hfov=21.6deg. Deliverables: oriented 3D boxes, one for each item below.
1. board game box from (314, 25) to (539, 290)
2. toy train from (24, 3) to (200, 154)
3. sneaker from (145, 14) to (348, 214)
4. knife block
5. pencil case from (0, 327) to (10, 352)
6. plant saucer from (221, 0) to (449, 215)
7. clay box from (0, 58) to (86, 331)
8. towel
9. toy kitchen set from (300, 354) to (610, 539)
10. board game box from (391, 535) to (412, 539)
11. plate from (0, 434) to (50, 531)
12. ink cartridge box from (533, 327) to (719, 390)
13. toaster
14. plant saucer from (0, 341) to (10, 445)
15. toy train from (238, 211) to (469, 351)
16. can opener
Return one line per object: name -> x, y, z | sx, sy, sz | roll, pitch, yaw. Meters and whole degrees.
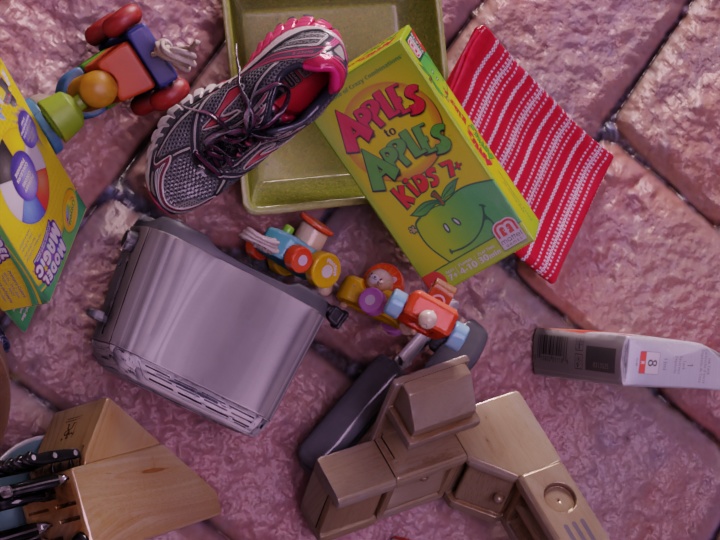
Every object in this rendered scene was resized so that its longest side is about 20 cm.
board game box -> 0.050, -0.088, 1.552 | 0.101, 0.048, 0.200 | -30, 104, 20
toy train -> -0.197, -0.142, 1.449 | 0.116, 0.200, 0.085 | -36, 103, -15
sneaker -> -0.093, -0.118, 1.486 | 0.200, 0.075, 0.081 | -44, 118, 14
knife block -> -0.210, 0.197, 1.445 | 0.200, 0.064, 0.176 | 46, 43, -32
pencil case -> -0.323, -0.027, 1.451 | 0.078, 0.089, 0.200 | -11, 93, -37
plant saucer -> -0.023, -0.153, 1.602 | 0.199, 0.048, 0.201 | -6, 91, -23
clay box -> -0.270, -0.061, 1.430 | 0.115, 0.047, 0.200 | -77, 150, -46
towel -> 0.136, -0.102, 1.649 | 0.200, 0.022, 0.145 | 41, 65, -30
toy kitchen set -> 0.088, 0.189, 1.538 | 0.200, 0.163, 0.181 | -16, 59, -25
board game box -> 0.061, 0.352, 1.628 | 0.200, 0.046, 0.152 | 43, 74, -16
plate -> -0.240, 0.229, 1.474 | 0.200, 0.026, 0.201 | 29, 55, -50
ink cartridge box -> 0.276, 0.078, 1.661 | 0.200, 0.162, 0.050 | 1, 91, -23
toaster -> -0.120, 0.049, 1.525 | 0.200, 0.114, 0.129 | 28, 83, -22
plant saucer -> -0.325, 0.118, 1.367 | 0.200, 0.029, 0.200 | -36, 138, -40
toy train -> 0.000, 0.000, 1.543 | 0.200, 0.150, 0.056 | 28, 81, 0
can opener -> 0.027, 0.102, 1.608 | 0.066, 0.053, 0.200 | 42, 74, 16
